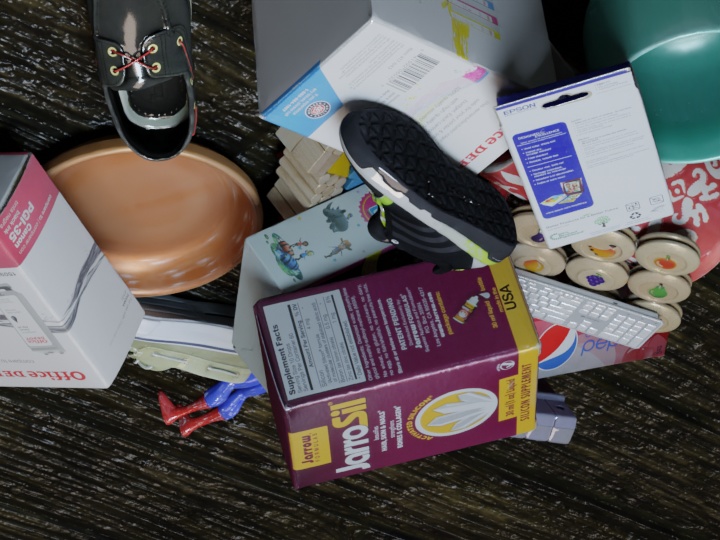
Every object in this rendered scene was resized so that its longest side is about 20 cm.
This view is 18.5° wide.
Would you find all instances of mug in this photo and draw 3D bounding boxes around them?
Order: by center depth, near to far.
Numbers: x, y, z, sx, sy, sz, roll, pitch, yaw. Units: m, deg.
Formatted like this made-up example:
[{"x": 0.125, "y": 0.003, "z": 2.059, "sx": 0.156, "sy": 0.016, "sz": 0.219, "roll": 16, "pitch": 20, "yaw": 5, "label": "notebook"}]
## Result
[{"x": 0.254, "y": -0.167, "z": 1.607, "sx": 0.185, "sy": 0.114, "sz": 0.152, "roll": 2, "pitch": 144, "yaw": -12, "label": "mug"}, {"x": 0.178, "y": -0.066, "z": 1.708, "sx": 0.200, "sy": 0.133, "sz": 0.178, "roll": 26, "pitch": 97, "yaw": -32, "label": "mug"}]

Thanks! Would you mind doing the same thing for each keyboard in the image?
[{"x": 0.137, "y": 0.022, "z": 1.747, "sx": 0.200, "sy": 0.011, "sz": 0.056, "roll": 18, "pitch": 147, "yaw": -9, "label": "keyboard"}]

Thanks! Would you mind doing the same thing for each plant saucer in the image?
[{"x": -0.179, "y": -0.049, "z": 1.777, "sx": 0.200, "sy": 0.037, "sz": 0.200, "roll": -4, "pitch": 144, "yaw": -3, "label": "plant saucer"}]

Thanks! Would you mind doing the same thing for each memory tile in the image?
[{"x": 0.160, "y": -0.003, "z": 1.724, "sx": 0.200, "sy": 0.017, "sz": 0.153, "roll": 12, "pitch": 153, "yaw": 4, "label": "memory tile"}]

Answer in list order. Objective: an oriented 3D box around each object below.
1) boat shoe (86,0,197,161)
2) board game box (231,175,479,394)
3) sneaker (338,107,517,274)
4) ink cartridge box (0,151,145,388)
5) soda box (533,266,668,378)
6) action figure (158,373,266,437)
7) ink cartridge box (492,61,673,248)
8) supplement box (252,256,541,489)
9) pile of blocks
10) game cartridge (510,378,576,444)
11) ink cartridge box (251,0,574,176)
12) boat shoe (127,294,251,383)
[{"x": -0.156, "y": -0.159, "z": 1.605, "sx": 0.074, "sy": 0.063, "sz": 0.201, "roll": -5, "pitch": 144, "yaw": 2, "label": "boat shoe"}, {"x": 0.000, "y": 0.000, "z": 1.776, "sx": 0.200, "sy": 0.064, "sz": 0.148, "roll": -27, "pitch": 153, "yaw": -24, "label": "board game box"}, {"x": 0.033, "y": -0.042, "z": 1.570, "sx": 0.083, "sy": 0.072, "sz": 0.200, "roll": -25, "pitch": 141, "yaw": 27, "label": "sneaker"}, {"x": -0.281, "y": 0.003, "z": 1.733, "sx": 0.146, "sy": 0.083, "sz": 0.200, "roll": -1, "pitch": 139, "yaw": 29, "label": "ink cartridge box"}, {"x": 0.169, "y": 0.044, "z": 1.868, "sx": 0.200, "sy": 0.070, "sz": 0.063, "roll": -9, "pitch": 120, "yaw": -33, "label": "soda box"}, {"x": -0.081, "y": 0.089, "z": 1.977, "sx": 0.200, "sy": 0.052, "sz": 0.065, "roll": -21, "pitch": 148, "yaw": 12, "label": "action figure"}, {"x": 0.157, "y": -0.089, "z": 1.558, "sx": 0.099, "sy": 0.039, "sz": 0.200, "roll": -15, "pitch": 149, "yaw": 8, "label": "ink cartridge box"}, {"x": 0.029, "y": 0.073, "z": 1.693, "sx": 0.200, "sy": 0.103, "sz": 0.131, "roll": -14, "pitch": 148, "yaw": -5, "label": "supplement box"}, {"x": -0.035, "y": -0.072, "z": 1.756, "sx": 0.082, "sy": 0.062, "sz": 0.200, "roll": -24, "pitch": 152, "yaw": -27, "label": "pile of blocks"}, {"x": 0.091, "y": 0.084, "z": 1.883, "sx": 0.130, "sy": 0.200, "sz": 0.038, "roll": 13, "pitch": 108, "yaw": -21, "label": "game cartridge"}, {"x": 0.040, "y": -0.156, "z": 1.581, "sx": 0.200, "sy": 0.125, "sz": 0.129, "roll": 21, "pitch": 137, "yaw": -34, "label": "ink cartridge box"}, {"x": -0.168, "y": 0.057, "z": 1.886, "sx": 0.200, "sy": 0.072, "sz": 0.062, "roll": 13, "pitch": 110, "yaw": -27, "label": "boat shoe"}]
